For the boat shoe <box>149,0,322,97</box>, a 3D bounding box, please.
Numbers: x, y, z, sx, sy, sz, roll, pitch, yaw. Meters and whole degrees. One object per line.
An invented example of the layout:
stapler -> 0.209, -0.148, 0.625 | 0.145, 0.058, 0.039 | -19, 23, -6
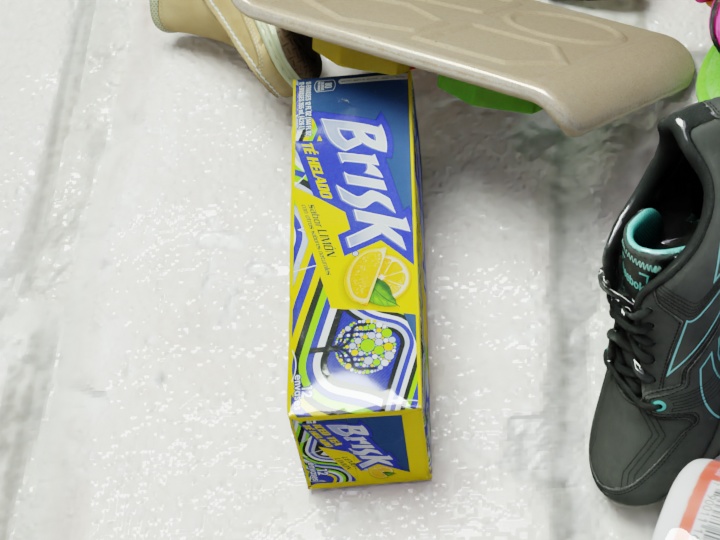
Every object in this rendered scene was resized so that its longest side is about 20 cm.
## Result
boat shoe -> -0.083, -0.156, 0.981 | 0.076, 0.072, 0.201 | -30, 45, 4

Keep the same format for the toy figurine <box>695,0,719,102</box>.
toy figurine -> 0.195, -0.203, 0.850 | 0.200, 0.184, 0.150 | -49, 34, -3

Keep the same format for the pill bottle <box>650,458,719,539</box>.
pill bottle -> 0.210, 0.153, 0.673 | 0.198, 0.113, 0.113 | 16, 60, 21

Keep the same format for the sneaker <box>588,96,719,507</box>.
sneaker -> 0.130, 0.013, 0.744 | 0.079, 0.202, 0.075 | -1, 28, -36

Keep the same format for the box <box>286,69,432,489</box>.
box -> 0.000, 0.000, 0.846 | 0.063, 0.070, 0.202 | -4, 55, 4

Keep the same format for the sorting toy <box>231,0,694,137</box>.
sorting toy -> 0.055, -0.118, 0.890 | 0.198, 0.037, 0.185 | 24, 24, 23
